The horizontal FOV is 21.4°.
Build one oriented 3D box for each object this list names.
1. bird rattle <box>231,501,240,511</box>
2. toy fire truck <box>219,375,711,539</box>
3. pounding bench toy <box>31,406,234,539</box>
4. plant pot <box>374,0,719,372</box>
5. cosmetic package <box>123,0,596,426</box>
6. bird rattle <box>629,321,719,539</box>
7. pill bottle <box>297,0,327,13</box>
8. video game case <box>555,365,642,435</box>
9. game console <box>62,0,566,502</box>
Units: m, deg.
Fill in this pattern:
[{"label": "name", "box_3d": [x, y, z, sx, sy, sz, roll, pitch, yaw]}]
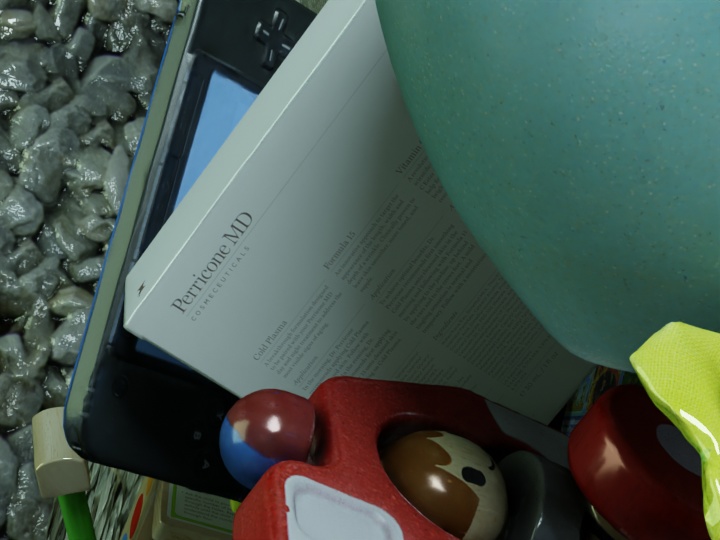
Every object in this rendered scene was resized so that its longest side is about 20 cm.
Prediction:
[{"label": "bird rattle", "box_3d": [-0.019, 0.033, 0.899, 0.113, 0.163, 0.200, 8, 122, 50]}, {"label": "toy fire truck", "box_3d": [0.036, 0.099, 0.586, 0.112, 0.168, 0.200, -53, 24, 26]}, {"label": "pounding bench toy", "box_3d": [-0.112, 0.168, 1.103, 0.124, 0.200, 0.156, -94, 25, -57]}, {"label": "plant pot", "box_3d": [0.102, -0.045, 0.544, 0.200, 0.200, 0.135, -130, 37, -75]}, {"label": "cosmetic package", "box_3d": [0.032, -0.026, 0.680, 0.200, 0.151, 0.052, -52, 20, 14]}, {"label": "bird rattle", "box_3d": [0.141, 0.066, 0.405, 0.163, 0.113, 0.200, -47, 27, 27]}, {"label": "pill bottle", "box_3d": [0.029, -0.170, 1.128, 0.200, 0.114, 0.114, -169, 95, -78]}, {"label": "video game case", "box_3d": [0.105, 0.054, 0.738, 0.143, 0.018, 0.200, 159, 126, -75]}, {"label": "game console", "box_3d": [0.000, 0.000, 0.751, 0.118, 0.171, 0.200, 8, 80, 36]}]
